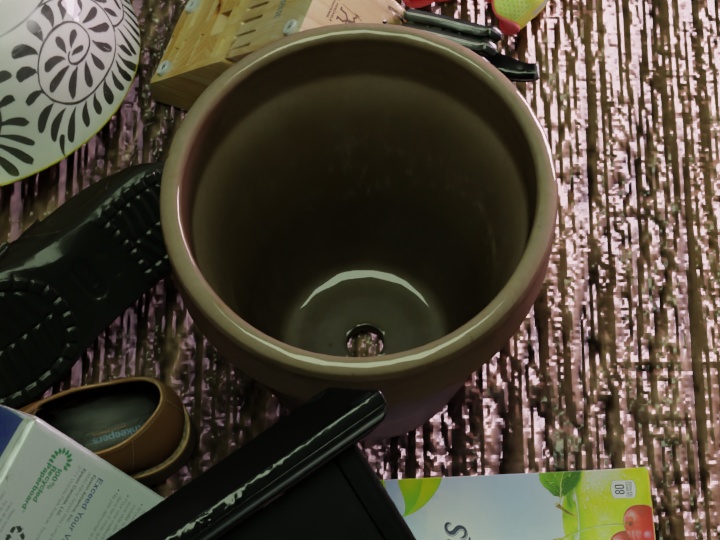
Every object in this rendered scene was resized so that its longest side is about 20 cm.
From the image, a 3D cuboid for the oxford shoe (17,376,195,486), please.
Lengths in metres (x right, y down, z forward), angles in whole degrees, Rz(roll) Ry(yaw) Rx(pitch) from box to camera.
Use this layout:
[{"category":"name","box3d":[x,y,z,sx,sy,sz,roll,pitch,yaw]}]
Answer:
[{"category":"oxford shoe","box3d":[-0.187,0.099,1.339,0.199,0.071,0.072,-24,67,-5]}]

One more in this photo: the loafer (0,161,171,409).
[{"category":"loafer","box3d":[-0.170,0.012,1.395,0.199,0.071,0.073,-34,108,-7]}]

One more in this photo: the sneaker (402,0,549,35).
[{"category":"sneaker","box3d":[0.033,-0.202,1.496,0.199,0.078,0.091,27,82,23]}]

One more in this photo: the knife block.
[{"category":"knife block","box3d":[0.003,-0.097,1.455,0.199,0.175,0.064,-11,47,48]}]

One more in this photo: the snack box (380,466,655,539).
[{"category":"snack box","box3d":[0.068,0.205,1.279,0.167,0.068,0.201,-2,61,2]}]

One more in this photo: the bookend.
[{"category":"bookend","box3d":[-0.033,0.191,1.165,0.198,0.092,0.201,-33,98,-14]}]

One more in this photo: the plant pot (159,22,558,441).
[{"category":"plant pot","box3d":[0.000,0.000,1.329,0.199,0.175,0.202,0,62,1]}]

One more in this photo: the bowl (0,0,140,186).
[{"category":"bowl","box3d":[-0.229,-0.149,1.439,0.199,0.095,0.202,-4,51,4]}]

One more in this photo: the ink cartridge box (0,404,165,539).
[{"category":"ink cartridge box","box3d":[-0.144,0.195,1.225,0.043,0.200,0.197,17,74,51]}]
